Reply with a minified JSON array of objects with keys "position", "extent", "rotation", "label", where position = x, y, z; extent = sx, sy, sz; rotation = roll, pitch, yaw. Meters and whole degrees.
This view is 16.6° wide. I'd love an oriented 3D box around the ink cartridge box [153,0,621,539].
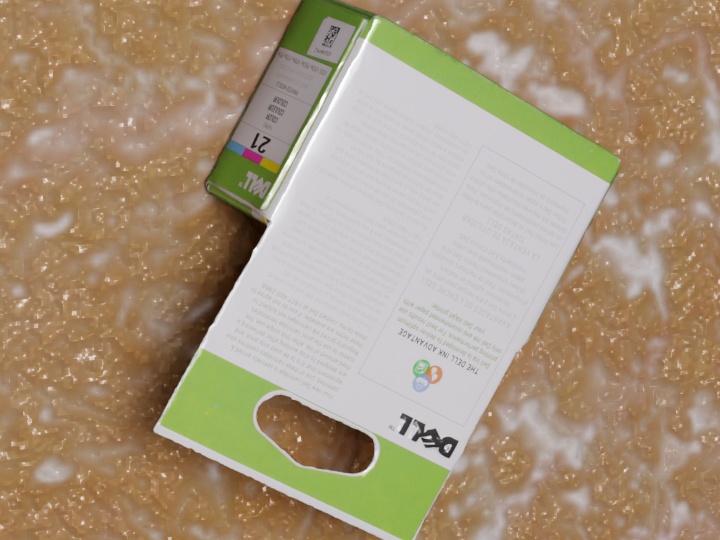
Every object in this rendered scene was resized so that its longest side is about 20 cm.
[{"position":[0.000,0.000,1.094],"extent":[0.148,0.076,0.200],"rotation":[28,91,-29],"label":"ink cartridge box"}]
